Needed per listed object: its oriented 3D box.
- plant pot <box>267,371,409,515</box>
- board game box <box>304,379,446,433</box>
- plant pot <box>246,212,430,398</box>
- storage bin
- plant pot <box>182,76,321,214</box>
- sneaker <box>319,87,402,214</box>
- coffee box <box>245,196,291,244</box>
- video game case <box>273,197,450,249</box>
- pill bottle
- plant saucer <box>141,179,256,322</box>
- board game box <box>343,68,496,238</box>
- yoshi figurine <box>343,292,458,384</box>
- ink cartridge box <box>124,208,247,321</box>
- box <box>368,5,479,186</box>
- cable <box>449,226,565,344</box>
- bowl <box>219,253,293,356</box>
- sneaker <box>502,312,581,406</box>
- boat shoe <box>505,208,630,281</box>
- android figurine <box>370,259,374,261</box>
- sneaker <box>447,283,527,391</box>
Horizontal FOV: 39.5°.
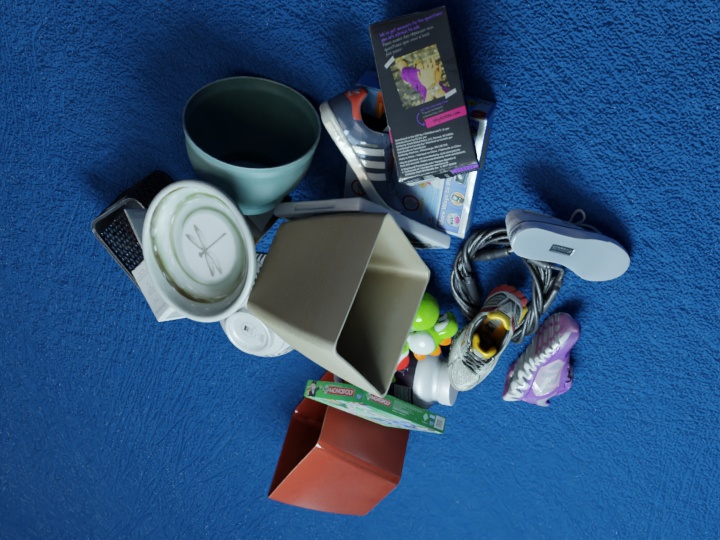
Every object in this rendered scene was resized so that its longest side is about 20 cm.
[{"bbox_3d":[-0.024,0.312,1.759,0.175,0.201,0.200,29,132,-11],"label":"plant pot"},{"bbox_3d":[0.025,0.218,1.603,0.133,0.030,0.199,1,161,45],"label":"board game box"},{"bbox_3d":[-0.039,0.035,1.406,0.175,0.202,0.200,13,161,28],"label":"plant pot"},{"bbox_3d":[-0.339,-0.048,1.704,0.134,0.094,0.201,-25,110,36],"label":"storage bin"},{"bbox_3d":[-0.163,-0.169,1.476,0.198,0.201,0.135,22,138,8],"label":"plant pot"},{"bbox_3d":[0.025,-0.165,1.396,0.084,0.075,0.201,-29,123,9],"label":"sneaker"},{"bbox_3d":[-0.203,-0.062,1.559,0.114,0.200,0.080,-32,105,39],"label":"coffee box"},{"bbox_3d":[0.003,-0.066,1.469,0.181,0.022,0.199,0,166,45],"label":"video game case"},{"bbox_3d":[0.062,0.165,1.657,0.197,0.113,0.114,9,127,19],"label":"pill bottle"},{"bbox_3d":[-0.218,-0.031,1.414,0.198,0.050,0.203,8,107,29],"label":"plant saucer"},{"bbox_3d":[0.081,-0.167,1.447,0.193,0.056,0.202,18,129,13],"label":"board game box"},{"bbox_3d":[0.051,0.096,1.567,0.198,0.113,0.112,-24,150,4],"label":"yoshi figurine"},{"bbox_3d":[-0.280,-0.014,1.592,0.045,0.199,0.178,-38,74,28],"label":"ink cartridge box"},{"bbox_3d":[0.084,-0.220,1.300,0.104,0.122,0.203,-11,89,8],"label":"box"},{"bbox_3d":[0.210,0.029,1.531,0.162,0.051,0.201,29,131,4],"label":"cable"},{"bbox_3d":[-0.174,0.081,1.719,0.198,0.094,0.203,13,128,17],"label":"bowl"},{"bbox_3d":[0.299,0.146,1.562,0.088,0.081,0.201,25,135,-3],"label":"sneaker"},{"bbox_3d":[0.290,-0.047,1.428,0.199,0.087,0.075,12,129,-21],"label":"boat shoe"},{"bbox_3d":[0.000,0.000,1.576,0.197,0.042,0.183,7,154,12],"label":"android figurine"},{"bbox_3d":[0.179,0.111,1.520,0.077,0.082,0.201,30,128,8],"label":"sneaker"}]
